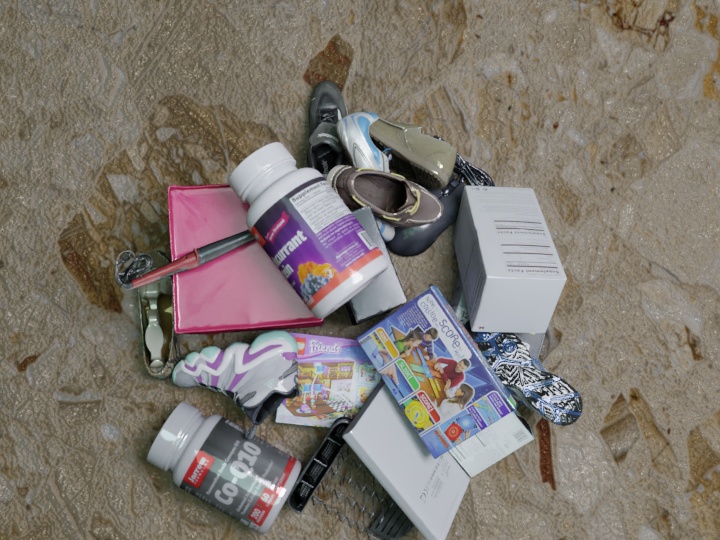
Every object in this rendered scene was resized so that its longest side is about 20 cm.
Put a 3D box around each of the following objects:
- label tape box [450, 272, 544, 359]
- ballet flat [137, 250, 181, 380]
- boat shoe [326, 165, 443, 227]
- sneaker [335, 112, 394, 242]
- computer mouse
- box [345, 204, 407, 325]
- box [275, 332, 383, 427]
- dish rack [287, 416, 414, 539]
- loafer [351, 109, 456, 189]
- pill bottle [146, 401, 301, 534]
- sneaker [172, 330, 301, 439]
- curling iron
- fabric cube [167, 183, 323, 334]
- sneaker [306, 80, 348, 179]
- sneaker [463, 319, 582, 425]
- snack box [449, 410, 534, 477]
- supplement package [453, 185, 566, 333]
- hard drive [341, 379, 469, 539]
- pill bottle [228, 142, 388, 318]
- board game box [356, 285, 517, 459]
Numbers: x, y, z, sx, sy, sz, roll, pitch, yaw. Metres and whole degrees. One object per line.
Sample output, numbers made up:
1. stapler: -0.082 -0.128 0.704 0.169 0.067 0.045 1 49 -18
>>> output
1. label tape box: 0.212 0.075 0.994 0.143 0.066 0.201 18 85 -1
2. ballet flat: -0.304 0.064 0.959 0.068 0.075 0.201 -5 84 -3
3. boat shoe: 0.047 -0.103 0.911 0.200 0.059 0.072 15 91 -35
4. sneaker: 0.022 -0.138 0.956 0.072 0.072 0.201 -16 107 4
5. computer mouse: 0.113 -0.111 1.015 0.138 0.053 0.200 39 83 1
6. box: 0.000 0.000 0.921 0.079 0.200 0.141 -23 86 -4
7. box: -0.023 0.173 0.982 0.199 0.039 0.137 7 84 -3
8. dish rack: 0.011 0.318 0.940 0.200 0.055 0.154 32 95 -8
9. loafer: 0.068 -0.198 0.997 0.200 0.076 0.068 36 76 21
10. pill bottle: -0.197 0.281 0.922 0.200 0.114 0.114 29 83 0
11. sneaker: -0.179 0.177 0.922 0.199 0.078 0.140 -19 65 13
12. curling iron: -0.214 -0.023 0.800 0.199 0.026 0.050 -17 88 -5
13. fabric cube: -0.154 -0.013 0.915 0.196 0.199 0.201 -3 84 -3
14. sneaker: -0.050 -0.208 0.997 0.066 0.091 0.201 3 83 -4
15. sneaker: 0.223 0.149 0.921 0.076 0.077 0.200 -44 78 -7
16. snack box: 0.152 0.202 0.949 0.116 0.037 0.200 -36 102 14
17. supplement package: 0.209 -0.019 0.931 0.109 0.114 0.200 2 44 -4
18. hard drive: 0.070 0.268 0.908 0.026 0.132 0.200 -35 96 37
19. pill bottle: -0.067 -0.051 0.768 0.111 0.111 0.200 -37 86 -7
20. board game box: 0.105 0.140 0.889 0.135 0.034 0.200 -35 81 15
